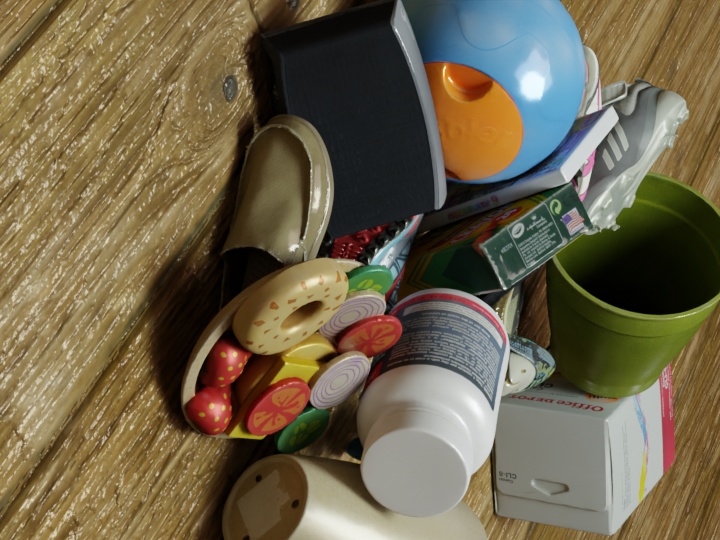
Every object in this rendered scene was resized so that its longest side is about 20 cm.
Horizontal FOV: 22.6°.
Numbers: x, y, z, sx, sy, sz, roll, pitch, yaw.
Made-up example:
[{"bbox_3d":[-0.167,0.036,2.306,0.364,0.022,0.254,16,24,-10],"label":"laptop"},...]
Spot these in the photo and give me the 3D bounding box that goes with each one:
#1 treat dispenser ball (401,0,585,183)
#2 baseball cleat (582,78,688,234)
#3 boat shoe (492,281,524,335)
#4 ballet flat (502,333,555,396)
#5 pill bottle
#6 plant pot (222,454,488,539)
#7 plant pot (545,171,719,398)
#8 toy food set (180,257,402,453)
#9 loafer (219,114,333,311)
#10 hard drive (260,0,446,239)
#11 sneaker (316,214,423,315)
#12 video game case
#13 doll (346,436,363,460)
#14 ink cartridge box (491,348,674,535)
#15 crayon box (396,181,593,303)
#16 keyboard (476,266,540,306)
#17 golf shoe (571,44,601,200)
[{"bbox_3d":[0.103,-0.179,1.634,0.201,0.200,0.201,-19,112,-59],"label":"treat dispenser ball"},{"bbox_3d":[0.255,-0.120,1.864,0.200,0.106,0.070,-47,154,-29],"label":"baseball cleat"},{"bbox_3d":[0.134,0.023,1.875,0.066,0.072,0.201,-26,121,-72],"label":"boat shoe"},{"bbox_3d":[0.118,0.092,1.789,0.200,0.074,0.074,21,74,-31],"label":"ballet flat"},{"bbox_3d":[0.060,0.113,1.537,0.200,0.119,0.120,-71,154,-58],"label":"pill bottle"},{"bbox_3d":[-0.021,0.238,1.539,0.200,0.187,0.188,36,63,-42],"label":"plant pot"},{"bbox_3d":[0.279,0.031,1.915,0.193,0.200,0.201,98,18,-50],"label":"plant pot"},{"bbox_3d":[-0.054,0.067,1.451,0.198,0.049,0.200,12,121,-52],"label":"toy food set"},{"bbox_3d":[-0.071,-0.028,1.471,0.067,0.076,0.201,0,95,-68],"label":"loafer"},{"bbox_3d":[-0.001,-0.122,1.526,0.042,0.135,0.200,-106,-179,-57],"label":"hard drive"},{"bbox_3d":[0.000,0.000,1.630,0.200,0.079,0.096,-59,155,-25],"label":"sneaker"},{"bbox_3d":[0.137,-0.092,1.719,0.018,0.200,0.143,60,38,-14],"label":"video game case"},{"bbox_3d":[0.053,0.145,1.687,0.049,0.136,0.200,67,19,-1],"label":"doll"},{"bbox_3d":[0.253,0.185,2.037,0.200,0.145,0.145,-35,125,-55],"label":"ink cartridge box"},{"bbox_3d":[0.104,-0.020,1.674,0.127,0.200,0.051,-34,101,-32],"label":"crayon box"},{"bbox_3d":[0.133,0.001,1.734,0.040,0.104,0.200,50,9,2],"label":"keyboard"},{"bbox_3d":[0.210,-0.127,1.804,0.092,0.072,0.201,3,96,-58],"label":"golf shoe"}]
